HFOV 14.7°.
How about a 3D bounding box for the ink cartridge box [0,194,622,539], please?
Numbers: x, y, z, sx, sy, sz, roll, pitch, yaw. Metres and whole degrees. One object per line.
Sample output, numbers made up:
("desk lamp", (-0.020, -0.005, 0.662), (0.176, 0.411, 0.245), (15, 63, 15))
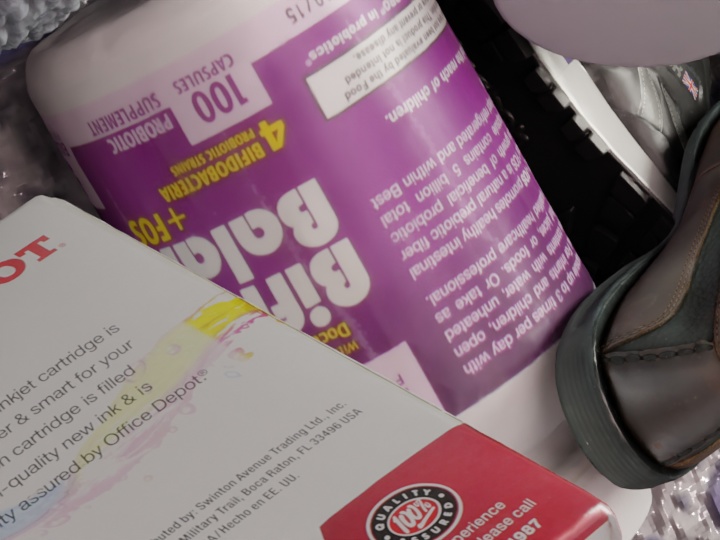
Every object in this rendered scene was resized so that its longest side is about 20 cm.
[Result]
("ink cartridge box", (-0.054, 0.103, 0.669), (0.145, 0.200, 0.145), (-36, 135, -29))

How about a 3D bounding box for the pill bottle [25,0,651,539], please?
("pill bottle", (0.000, 0.000, 0.784), (0.112, 0.112, 0.200), (-37, 103, -29))

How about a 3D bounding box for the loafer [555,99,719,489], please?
("loafer", (0.123, -0.005, 0.795), (0.072, 0.063, 0.200), (57, 39, -13))

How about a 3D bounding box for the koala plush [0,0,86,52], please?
("koala plush", (-0.163, -0.069, 0.617), (0.200, 0.184, 0.178), (43, 75, -31))

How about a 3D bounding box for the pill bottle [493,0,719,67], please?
("pill bottle", (0.080, -0.165, 0.811), (0.111, 0.111, 0.201), (19, 58, -28))

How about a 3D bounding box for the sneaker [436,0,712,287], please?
("sneaker", (0.091, -0.042, 0.870), (0.088, 0.076, 0.200), (-43, 107, -33))
